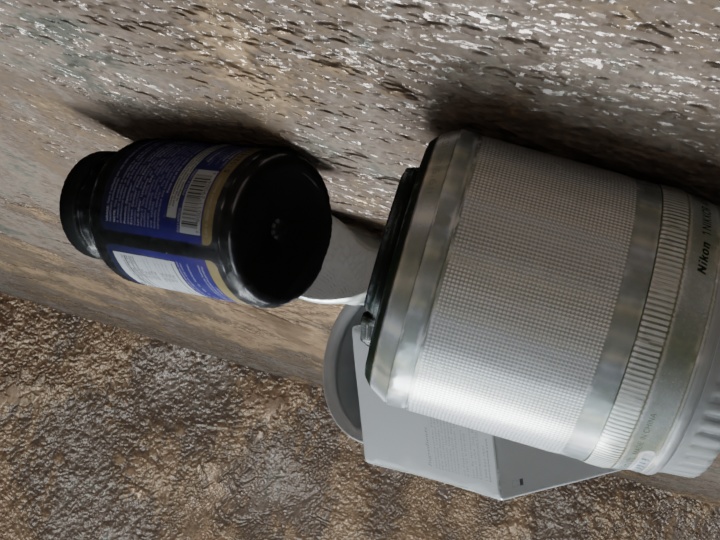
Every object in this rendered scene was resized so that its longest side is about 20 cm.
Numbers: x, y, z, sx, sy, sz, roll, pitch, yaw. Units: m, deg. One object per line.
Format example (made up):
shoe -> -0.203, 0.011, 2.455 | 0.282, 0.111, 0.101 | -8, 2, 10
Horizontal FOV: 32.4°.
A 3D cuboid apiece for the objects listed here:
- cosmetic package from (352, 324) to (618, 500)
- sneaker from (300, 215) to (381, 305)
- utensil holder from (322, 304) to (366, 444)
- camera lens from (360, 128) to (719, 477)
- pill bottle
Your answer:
cosmetic package -> 0.129, 0.091, 0.995 | 0.198, 0.124, 0.200 | -8, -178, -29
sneaker -> 0.000, 0.000, 1.058 | 0.199, 0.076, 0.088 | 14, 176, 3
utensil holder -> 0.090, 0.106, 1.229 | 0.169, 0.171, 0.199 | 7, 170, 45
camera lens -> 0.107, 0.019, 0.694 | 0.199, 0.161, 0.160 | 16, 171, 4
pill bottle -> -0.128, -0.040, 0.915 | 0.199, 0.112, 0.112 | 10, 168, 39
